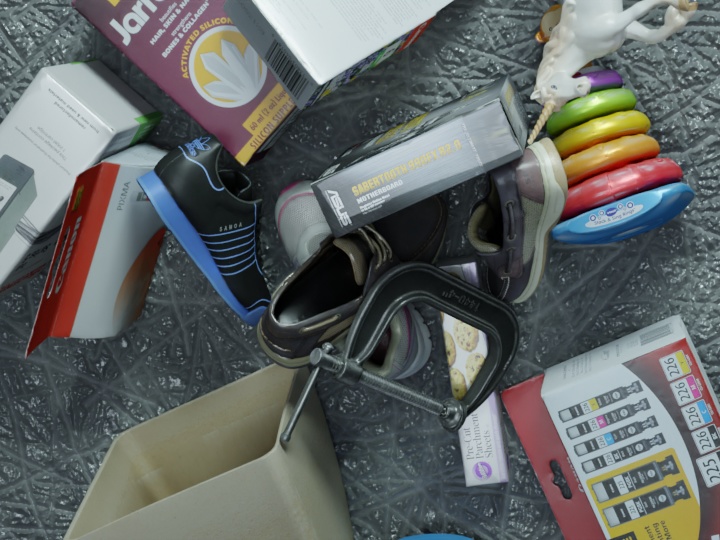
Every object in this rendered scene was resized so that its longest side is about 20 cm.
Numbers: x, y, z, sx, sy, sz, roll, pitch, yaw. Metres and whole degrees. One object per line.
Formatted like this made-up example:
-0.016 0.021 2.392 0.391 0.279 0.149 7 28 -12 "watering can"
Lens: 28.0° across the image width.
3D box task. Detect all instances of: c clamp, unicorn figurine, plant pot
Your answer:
0.041 0.078 1.187 0.199 0.027 0.172 19 97 -36 "c clamp"
0.186 -0.210 1.126 0.137 0.074 0.201 -13 85 26 "unicorn figurine"
-0.108 0.221 1.253 0.199 0.200 0.178 -24 107 12 "plant pot"

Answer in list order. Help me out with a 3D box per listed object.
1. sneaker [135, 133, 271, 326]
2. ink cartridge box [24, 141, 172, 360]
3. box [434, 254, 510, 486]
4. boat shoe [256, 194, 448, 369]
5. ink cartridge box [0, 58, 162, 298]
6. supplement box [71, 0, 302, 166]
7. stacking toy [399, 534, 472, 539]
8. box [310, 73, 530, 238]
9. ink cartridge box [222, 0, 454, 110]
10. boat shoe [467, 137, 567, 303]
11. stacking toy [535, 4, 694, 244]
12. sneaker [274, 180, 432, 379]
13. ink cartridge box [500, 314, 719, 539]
-0.110 -0.032 1.225 0.078 0.070 0.200 -36 138 -3 "sneaker"
-0.209 -0.017 1.210 0.050 0.200 0.163 19 104 1 "ink cartridge box"
0.098 0.087 1.264 0.041 0.039 0.201 -7 99 10 "box"
0.000 0.000 1.169 0.074 0.073 0.200 41 72 12 "boat shoe"
-0.276 -0.076 1.239 0.084 0.146 0.200 40 104 -1 "ink cartridge box"
-0.128 -0.198 1.222 0.200 0.086 0.110 42 104 -1 "supplement box"
0.070 0.347 1.289 0.115 0.110 0.201 -2 112 -2 "stacking toy"
0.054 -0.096 1.154 0.158 0.200 0.049 -24 98 13 "box"
-0.001 -0.225 1.179 0.200 0.050 0.109 -35 85 -30 "ink cartridge box"
0.117 -0.035 1.170 0.064 0.200 0.072 -9 63 -10 "boat shoe"
0.191 -0.126 1.189 0.115 0.110 0.201 -19 83 18 "stacking toy"
-0.008 0.011 1.241 0.081 0.088 0.200 -34 94 13 "sneaker"
0.234 0.168 1.235 0.175 0.084 0.201 -24 97 13 "ink cartridge box"
